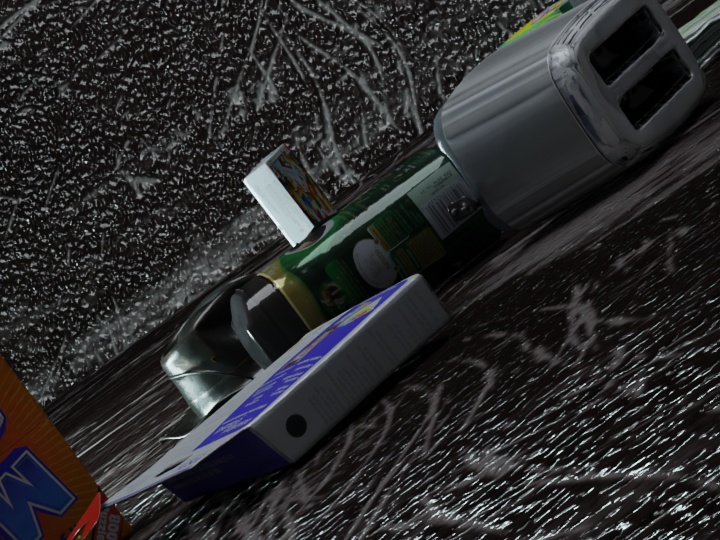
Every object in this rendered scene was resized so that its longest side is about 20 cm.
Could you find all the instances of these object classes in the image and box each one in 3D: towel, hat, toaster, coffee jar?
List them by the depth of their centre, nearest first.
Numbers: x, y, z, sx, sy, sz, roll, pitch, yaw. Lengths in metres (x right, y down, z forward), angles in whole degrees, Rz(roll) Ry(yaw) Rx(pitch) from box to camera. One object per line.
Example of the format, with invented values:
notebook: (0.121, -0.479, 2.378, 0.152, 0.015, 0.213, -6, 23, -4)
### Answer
toaster: (0.142, -0.111, 1.651, 0.129, 0.114, 0.200, -30, 7, 41)
coffee jar: (0.000, 0.000, 1.769, 0.200, 0.085, 0.104, -37, 7, -8)
towel: (0.294, -0.200, 1.949, 0.149, 0.031, 0.200, -35, 3, -1)
hat: (-0.105, 0.056, 2.021, 0.200, 0.081, 0.201, -36, 4, 3)

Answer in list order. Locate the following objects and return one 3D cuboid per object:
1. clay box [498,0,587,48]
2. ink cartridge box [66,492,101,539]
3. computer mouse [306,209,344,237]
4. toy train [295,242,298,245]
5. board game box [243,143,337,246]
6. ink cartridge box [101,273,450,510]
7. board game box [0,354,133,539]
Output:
clay box: (0.260, -0.324, 3.204, 0.115, 0.048, 0.200, -39, 6, -27)
ink cartridge box: (-0.239, 0.210, 1.507, 0.200, 0.047, 0.160, -51, 5, -3)
computer mouse: (-0.010, 0.001, 1.971, 0.138, 0.053, 0.200, -9, 18, 17)
toy train: (-0.047, 0.005, 2.319, 0.034, 0.046, 0.200, -24, 9, 9)
board game box: (-0.068, -0.071, 2.691, 0.035, 0.126, 0.200, -37, 5, 9)
ink cartridge box: (-0.058, 0.093, 1.548, 0.200, 0.043, 0.198, -39, 4, -26)
board game box: (-0.322, 0.177, 1.723, 0.200, 0.200, 0.200, -39, 5, -27)
